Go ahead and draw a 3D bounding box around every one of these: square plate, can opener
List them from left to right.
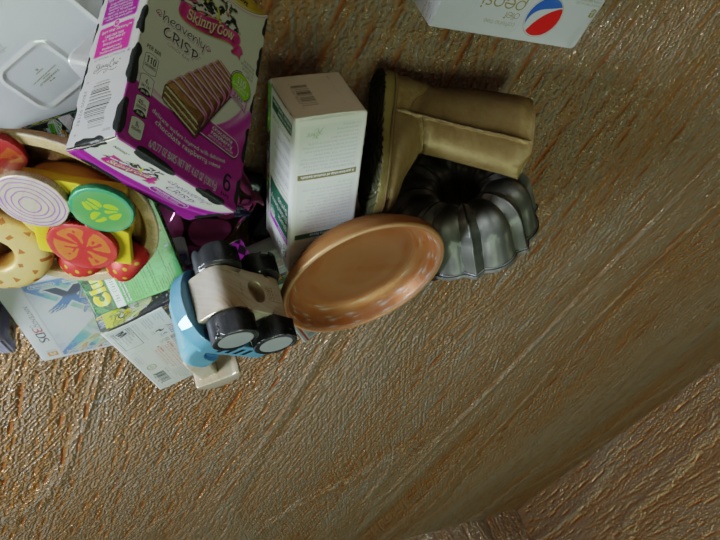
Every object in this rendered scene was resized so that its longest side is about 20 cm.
[{"bbox_3d":[-0.286,-0.182,0.632,0.199,0.029,0.198,-33,148,14],"label":"square plate"},{"bbox_3d":[-0.090,-0.111,0.830,0.078,0.064,0.200,8,137,-39],"label":"can opener"}]

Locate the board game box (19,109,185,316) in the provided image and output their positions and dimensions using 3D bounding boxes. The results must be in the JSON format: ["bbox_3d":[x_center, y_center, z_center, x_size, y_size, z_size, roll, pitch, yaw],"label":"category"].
[{"bbox_3d":[-0.255,-0.058,0.698,0.104,0.023,0.202,-20,119,-10],"label":"board game box"}]

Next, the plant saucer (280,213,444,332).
[{"bbox_3d":[0.000,0.000,0.807,0.198,0.038,0.201,-19,149,-12],"label":"plant saucer"}]

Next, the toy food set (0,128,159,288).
[{"bbox_3d":[-0.277,-0.046,0.613,0.197,0.049,0.199,9,142,-7],"label":"toy food set"}]

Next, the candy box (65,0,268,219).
[{"bbox_3d":[-0.150,-0.162,0.583,0.060,0.203,0.136,-6,159,29],"label":"candy box"}]

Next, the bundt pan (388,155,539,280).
[{"bbox_3d":[0.125,-0.087,0.894,0.200,0.203,0.076,-21,135,-3],"label":"bundt pan"}]

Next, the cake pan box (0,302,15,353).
[{"bbox_3d":[-0.480,0.048,0.742,0.182,0.053,0.200,-1,163,-15],"label":"cake pan box"}]

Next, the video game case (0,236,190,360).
[{"bbox_3d":[-0.289,0.037,0.810,0.197,0.022,0.183,-13,151,-13],"label":"video game case"}]

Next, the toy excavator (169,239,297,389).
[{"bbox_3d":[-0.159,0.068,0.772,0.199,0.101,0.194,-29,156,24],"label":"toy excavator"}]

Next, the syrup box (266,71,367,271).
[{"bbox_3d":[-0.053,-0.101,0.758,0.080,0.079,0.202,-12,137,-21],"label":"syrup box"}]

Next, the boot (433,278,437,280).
[{"bbox_3d":[0.049,-0.010,1.033,0.165,0.073,0.201,-32,153,-7],"label":"boot"}]

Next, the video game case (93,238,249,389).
[{"bbox_3d":[-0.196,0.060,0.846,0.180,0.036,0.201,-27,155,-8],"label":"video game case"}]

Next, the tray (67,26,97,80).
[{"bbox_3d":[-0.177,-0.165,0.676,0.108,0.022,0.200,-50,146,-11],"label":"tray"}]

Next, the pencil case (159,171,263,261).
[{"bbox_3d":[-0.207,-0.044,0.833,0.093,0.092,0.200,20,132,-44],"label":"pencil case"}]

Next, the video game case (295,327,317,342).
[{"bbox_3d":[-0.026,0.022,1.066,0.199,0.018,0.143,-35,152,-5],"label":"video game case"}]

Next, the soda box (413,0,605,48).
[{"bbox_3d":[0.150,-0.284,0.721,0.198,0.069,0.064,-3,144,-29],"label":"soda box"}]

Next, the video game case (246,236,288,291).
[{"bbox_3d":[-0.122,0.000,0.940,0.198,0.024,0.182,-26,165,-20],"label":"video game case"}]

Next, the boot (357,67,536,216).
[{"bbox_3d":[0.103,-0.133,0.809,0.197,0.178,0.066,8,180,-21],"label":"boot"}]
